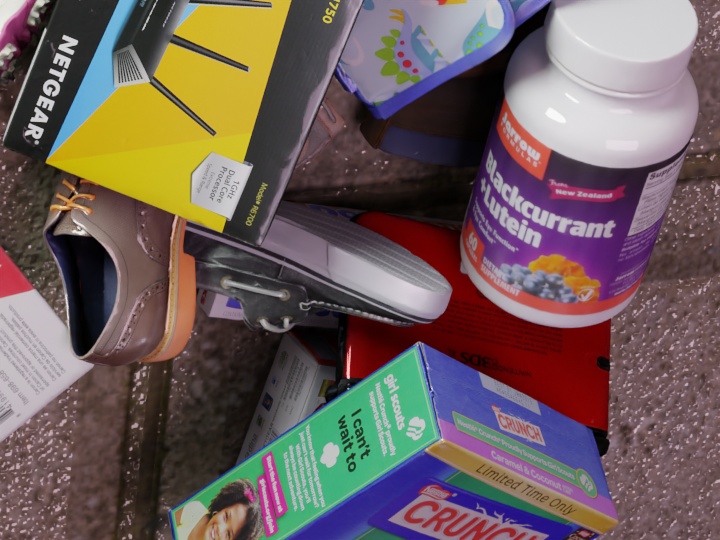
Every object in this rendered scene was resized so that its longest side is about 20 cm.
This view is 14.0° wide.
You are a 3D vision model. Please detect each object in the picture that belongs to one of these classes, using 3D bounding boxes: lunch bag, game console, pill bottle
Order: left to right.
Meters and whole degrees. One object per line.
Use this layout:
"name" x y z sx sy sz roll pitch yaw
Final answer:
"lunch bag" 0.034 -0.206 1.594 0.200 0.127 0.170 -39 106 1
"game console" 0.041 0.072 1.773 0.200 0.119 0.173 13 72 -35
"pill bottle" 0.128 -0.072 1.665 0.111 0.111 0.200 -12 139 -24

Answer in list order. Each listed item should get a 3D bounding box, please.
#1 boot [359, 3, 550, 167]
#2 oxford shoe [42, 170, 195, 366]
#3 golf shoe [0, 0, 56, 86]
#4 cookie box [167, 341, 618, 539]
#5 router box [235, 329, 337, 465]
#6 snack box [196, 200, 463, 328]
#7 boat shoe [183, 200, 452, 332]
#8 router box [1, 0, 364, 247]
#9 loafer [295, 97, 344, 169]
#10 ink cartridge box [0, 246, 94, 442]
"boot" 0.090 -0.114 1.746 0.200 0.075 0.097 1 136 -36
"oxford shoe" -0.134 -0.046 1.600 0.073 0.071 0.200 -9 95 -51
"golf shoe" -0.232 -0.114 1.541 0.091 0.075 0.200 36 70 3
"cookie box" 0.019 0.143 1.702 0.200 0.075 0.171 -36 139 25
"router box" 0.005 0.145 1.833 0.179 0.049 0.200 9 110 -33
"snack box" 0.000 0.000 1.767 0.200 0.024 0.072 6 113 -33
"boat shoe" -0.048 0.000 1.664 0.200 0.072 0.071 20 103 9
"router box" -0.083 -0.132 1.529 0.149 0.051 0.200 21 107 -6
"loafer" -0.070 -0.136 1.623 0.063 0.072 0.200 -34 129 -9
"ink cartridge box" -0.271 0.053 1.602 0.200 0.084 0.144 -40 129 -6
